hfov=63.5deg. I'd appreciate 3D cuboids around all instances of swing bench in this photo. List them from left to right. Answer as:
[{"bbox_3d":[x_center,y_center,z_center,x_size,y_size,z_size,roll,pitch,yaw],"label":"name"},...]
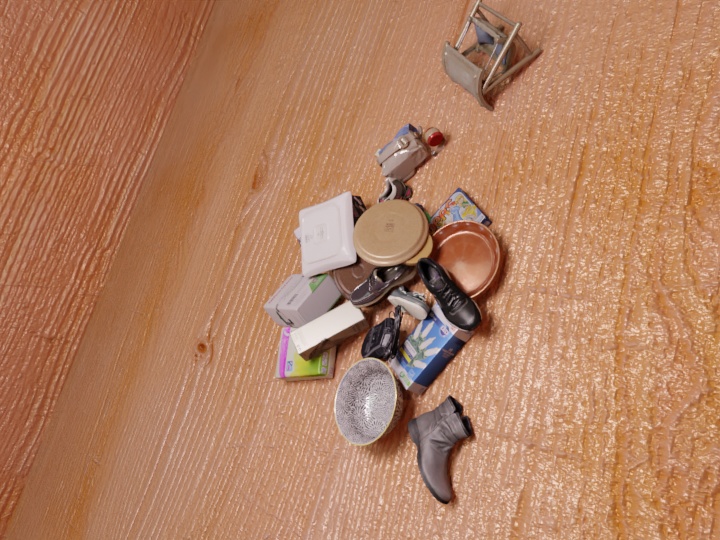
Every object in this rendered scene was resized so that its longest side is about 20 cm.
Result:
[{"bbox_3d":[0.324,-0.565,1.529,0.200,0.129,0.200,-48,44,17],"label":"swing bench"}]

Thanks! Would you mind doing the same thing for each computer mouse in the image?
[{"bbox_3d":[0.060,0.177,1.443,0.200,0.052,0.140,-40,31,61],"label":"computer mouse"}]

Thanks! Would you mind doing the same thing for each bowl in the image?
[{"bbox_3d":[0.038,0.319,1.394,0.199,0.094,0.204,-21,58,38],"label":"bowl"}]

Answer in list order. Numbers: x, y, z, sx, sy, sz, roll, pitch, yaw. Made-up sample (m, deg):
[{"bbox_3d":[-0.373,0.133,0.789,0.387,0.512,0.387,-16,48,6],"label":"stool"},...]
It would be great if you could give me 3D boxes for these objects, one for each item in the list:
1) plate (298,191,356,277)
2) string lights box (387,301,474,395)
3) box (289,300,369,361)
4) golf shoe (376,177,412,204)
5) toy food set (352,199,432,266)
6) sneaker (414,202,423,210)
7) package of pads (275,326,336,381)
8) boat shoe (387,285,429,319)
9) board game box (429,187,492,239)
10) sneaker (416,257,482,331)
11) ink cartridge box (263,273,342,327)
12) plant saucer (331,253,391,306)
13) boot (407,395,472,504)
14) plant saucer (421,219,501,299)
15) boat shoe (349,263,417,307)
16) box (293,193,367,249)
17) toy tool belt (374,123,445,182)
[{"bbox_3d":[-0.100,-0.099,1.596,0.198,0.032,0.203,-16,73,37],"label":"plate"},{"bbox_3d":[0.164,0.179,1.364,0.201,0.059,0.103,-52,41,12],"label":"string lights box"},{"bbox_3d":[-0.080,0.158,1.543,0.198,0.082,0.069,-28,64,1],"label":"box"},{"bbox_3d":[0.071,-0.158,1.612,0.077,0.088,0.203,9,78,45],"label":"golf shoe"},{"bbox_3d":[0.077,-0.093,1.425,0.197,0.049,0.200,-11,56,11],"label":"toy food set"},{"bbox_3d":[0.101,-0.105,1.534,0.200,0.079,0.075,-42,5,-24],"label":"sneaker"},{"bbox_3d":[-0.152,0.229,1.655,0.198,0.068,0.157,-12,63,41],"label":"package of pads"},{"bbox_3d":[0.124,0.070,1.419,0.062,0.073,0.200,-48,13,-8],"label":"boat shoe"},{"bbox_3d":[0.219,-0.093,1.465,0.200,0.034,0.136,-48,44,17],"label":"board game box"},{"bbox_3d":[0.186,0.052,1.289,0.076,0.087,0.201,-44,54,9],"label":"sneaker"},{"bbox_3d":[-0.168,0.086,1.678,0.199,0.085,0.146,-2,42,54],"label":"ink cartridge box"},{"bbox_3d":[0.000,0.000,1.566,0.198,0.037,0.204,4,99,27],"label":"plant saucer"},{"bbox_3d":[0.184,0.377,1.242,0.131,0.070,0.202,-35,52,21],"label":"boot"},{"bbox_3d":[0.234,-0.020,1.363,0.198,0.032,0.203,-13,64,28],"label":"plant saucer"},{"bbox_3d":[0.050,0.023,1.476,0.198,0.065,0.073,-29,51,14],"label":"boat shoe"},{"bbox_3d":[-0.074,-0.112,1.680,0.199,0.114,0.134,-34,75,28],"label":"box"},{"bbox_3d":[0.129,-0.352,1.626,0.199,0.124,0.124,-40,55,23],"label":"toy tool belt"}]
